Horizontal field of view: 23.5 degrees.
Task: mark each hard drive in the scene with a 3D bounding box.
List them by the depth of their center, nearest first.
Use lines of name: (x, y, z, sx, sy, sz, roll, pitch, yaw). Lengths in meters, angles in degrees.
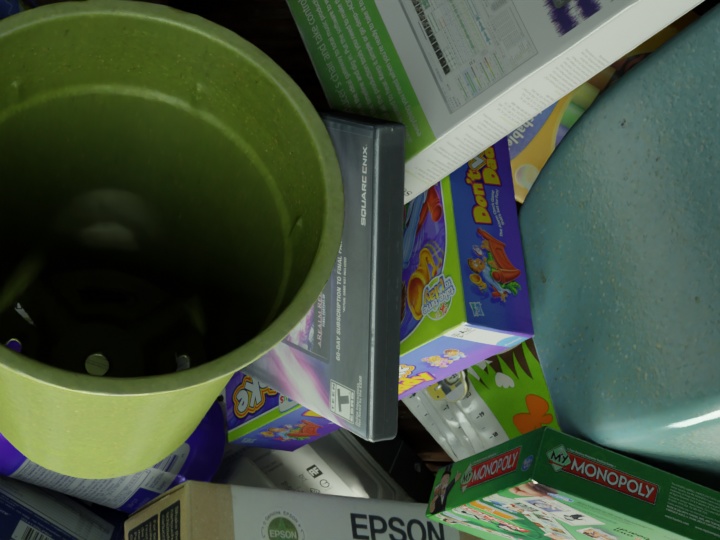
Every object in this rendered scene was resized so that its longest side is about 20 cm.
hard drive: (-0.066, 0.096, 1.033, 0.139, 0.038, 0.200, -32, 107, 33)

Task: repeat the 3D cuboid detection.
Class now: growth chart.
growth chart: (0.071, 0.048, 0.973, 0.200, 0.018, 0.145, 46, 115, 14)

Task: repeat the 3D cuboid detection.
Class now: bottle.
bottle: (-0.175, 0.077, 0.951, 0.199, 0.066, 0.084, 21, 128, -27)

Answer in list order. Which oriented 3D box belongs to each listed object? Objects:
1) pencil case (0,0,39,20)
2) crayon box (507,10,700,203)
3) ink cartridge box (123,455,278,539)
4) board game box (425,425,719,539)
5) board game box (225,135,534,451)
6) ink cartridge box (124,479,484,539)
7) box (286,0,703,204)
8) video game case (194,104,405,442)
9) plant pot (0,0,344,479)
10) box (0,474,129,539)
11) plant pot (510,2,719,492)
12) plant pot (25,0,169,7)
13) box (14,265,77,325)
pencil case: (-0.243, -0.078, 0.858, 0.199, 0.087, 0.078, -31, 96, 22)
crayon box: (0.107, -0.098, 0.911, 0.199, 0.052, 0.126, 28, 118, -5)
ink cartridge box: (-0.132, 0.212, 1.024, 0.088, 0.146, 0.200, 48, 134, -11)
board game box: (0.147, 0.134, 0.855, 0.199, 0.029, 0.135, 22, 160, -13)
board game box: (0.000, 0.000, 0.896, 0.045, 0.135, 0.200, 11, 152, -36)
ink cartridge box: (-0.019, 0.205, 0.919, 0.199, 0.166, 0.075, 10, 151, -33)
box: (0.062, -0.141, 0.811, 0.199, 0.145, 0.036, -33, 150, 19)
video game case: (-0.036, -0.011, 0.852, 0.019, 0.200, 0.144, -5, 103, -30)
plant pot: (-0.123, 0.008, 0.829, 0.199, 0.201, 0.190, 21, 149, -1)
box: (-0.190, 0.127, 0.991, 0.121, 0.200, 0.033, 32, 103, -7)
plant pot: (0.188, 0.006, 0.832, 0.199, 0.197, 0.195, -28, 149, 24)
plant pot: (-0.208, -0.151, 0.918, 0.199, 0.093, 0.202, 4, 116, 9)
box: (-0.258, 0.030, 0.961, 0.198, 0.035, 0.111, 2, 132, -12)
